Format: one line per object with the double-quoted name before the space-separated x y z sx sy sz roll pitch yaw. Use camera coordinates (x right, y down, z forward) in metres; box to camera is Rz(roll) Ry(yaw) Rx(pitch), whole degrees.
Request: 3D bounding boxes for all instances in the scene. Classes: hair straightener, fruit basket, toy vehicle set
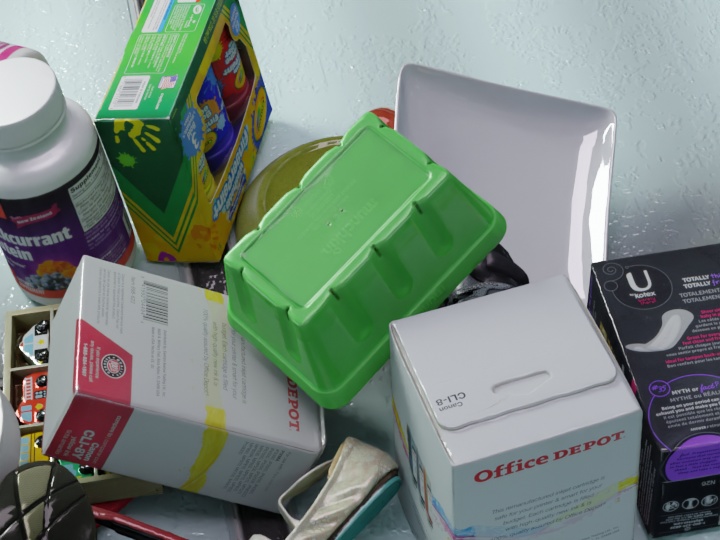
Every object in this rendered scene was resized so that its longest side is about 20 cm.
"hair straightener" -0.214 0.208 1.544 0.199 0.041 0.077 23 71 2
"fruit basket" 0.000 0.000 1.585 0.215 0.217 0.155 -35 56 -26
"toy vehicle set" -0.222 0.103 1.656 0.123 0.027 0.201 -9 44 0

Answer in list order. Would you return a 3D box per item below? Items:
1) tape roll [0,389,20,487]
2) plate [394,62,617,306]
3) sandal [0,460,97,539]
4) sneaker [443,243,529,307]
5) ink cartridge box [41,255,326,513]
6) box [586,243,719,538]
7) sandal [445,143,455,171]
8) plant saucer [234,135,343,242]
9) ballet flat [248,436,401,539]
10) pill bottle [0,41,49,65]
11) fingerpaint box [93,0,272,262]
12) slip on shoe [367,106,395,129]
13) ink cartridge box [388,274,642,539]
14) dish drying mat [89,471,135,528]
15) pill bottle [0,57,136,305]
"tape roll" -0.353 0.147 1.552 0.201 0.037 0.204 -11 49 13
"plate" 0.115 -0.063 1.749 0.198 0.032 0.202 12 66 -12
"sandal" -0.223 0.238 1.500 0.079 0.057 0.203 -10 77 -23
"sneaker" 0.079 0.035 1.622 0.199 0.075 0.114 -2 56 -51
"ink cartridge box" -0.135 0.089 1.590 0.199 0.084 0.146 16 41 -19
"box" 0.256 0.090 1.606 0.121 0.107 0.201 -8 46 -7
"sandal" 0.090 -0.081 1.793 0.075 0.045 0.201 13 50 -27
"plant saucer" -0.012 -0.054 1.809 0.198 0.031 0.201 -2 46 2
"ballet flat" -0.049 0.204 1.535 0.062 0.068 0.200 36 63 15
"pill bottle" -0.389 -0.165 1.877 0.198 0.114 0.114 14 49 17
"fingerpaint box" -0.147 -0.135 1.795 0.073 0.168 0.201 1 45 17
"slip on shoe" -0.003 -0.073 1.757 0.073 0.061 0.201 2 46 24
"ink cartridge box" 0.110 0.132 1.511 0.144 0.201 0.145 -15 48 -11
"dish drying mat" -0.216 0.172 1.619 0.077 0.018 0.200 32 57 31
"pill bottle" -0.263 -0.075 1.718 0.110 0.201 0.112 -8 45 8
